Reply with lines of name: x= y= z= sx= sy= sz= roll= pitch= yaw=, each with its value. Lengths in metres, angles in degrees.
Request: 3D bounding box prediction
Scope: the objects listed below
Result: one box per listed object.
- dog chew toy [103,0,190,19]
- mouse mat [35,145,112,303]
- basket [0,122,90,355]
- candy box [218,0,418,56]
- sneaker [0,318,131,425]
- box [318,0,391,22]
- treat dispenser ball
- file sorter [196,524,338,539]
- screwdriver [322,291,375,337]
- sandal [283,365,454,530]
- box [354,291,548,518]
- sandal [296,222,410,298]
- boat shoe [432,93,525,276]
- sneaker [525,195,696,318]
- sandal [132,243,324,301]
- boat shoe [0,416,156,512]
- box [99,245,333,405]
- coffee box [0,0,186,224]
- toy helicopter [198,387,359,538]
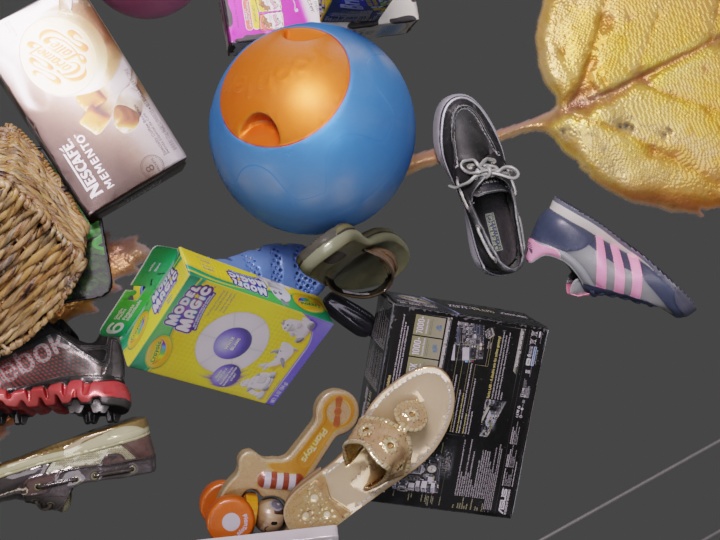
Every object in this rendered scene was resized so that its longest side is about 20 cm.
dog chew toy: x=-0.204 y=-0.314 z=0.997 sx=0.124 sy=0.200 sz=0.126 roll=0 pitch=88 yaw=-10
mouse mat: x=-0.359 y=-0.038 z=1.058 sx=0.198 sy=0.008 sz=0.162 roll=-10 pitch=90 yaw=-11
basket: x=-0.357 y=-0.014 z=0.999 sx=0.200 sy=0.149 sz=0.143 roll=-37 pitch=123 yaw=5
candy box: x=-0.050 y=-0.306 z=1.096 sx=0.198 sy=0.061 sz=0.138 roll=-9 pitch=90 yaw=-10
sneaker: x=-0.320 y=0.097 z=1.029 sx=0.199 sy=0.071 sz=0.099 roll=-1 pitch=70 yaw=1
box: x=0.002 y=-0.286 z=0.972 sx=0.064 sy=0.200 sz=0.071 roll=-5 pitch=90 yaw=-10
treat dispenser ball: x=-0.046 y=-0.135 z=1.020 sx=0.199 sy=0.201 sz=0.203 roll=0 pitch=88 yaw=-10
file sorter: x=-0.113 y=0.339 z=0.991 sx=0.198 sy=0.125 sz=0.139 roll=-4 pitch=131 yaw=-6
screwdriver: x=0.045 y=0.083 z=1.114 sx=0.199 sy=0.029 sz=0.028 roll=32 pitch=83 yaw=-5
sandal: x=0.012 y=0.181 z=0.992 sx=0.212 sy=0.070 sz=0.078 roll=-43 pitch=95 yaw=4
box: x=0.085 y=0.135 z=1.077 sx=0.162 sy=0.086 sz=0.202 roll=8 pitch=96 yaw=-10
sandal: x=-0.001 y=0.001 z=1.035 sx=0.080 sy=0.201 sz=0.057 roll=-45 pitch=74 yaw=15
boat shoe: x=0.129 y=-0.092 z=1.116 sx=0.073 sy=0.068 sz=0.201 roll=-10 pitch=90 yaw=-11
sneaker: x=0.268 y=0.005 z=1.148 sx=0.199 sy=0.070 sz=0.082 roll=35 pitch=99 yaw=-5
sandal: x=-0.126 y=0.016 z=1.058 sx=0.198 sy=0.087 sz=0.080 roll=-12 pitch=88 yaw=-12
boat shoe: x=-0.295 y=0.202 z=1.027 sx=0.200 sy=0.072 sz=0.066 roll=-20 pitch=86 yaw=-15
box: x=-0.136 y=0.053 z=1.008 sx=0.199 sy=0.048 sz=0.118 roll=22 pitch=114 yaw=-36
coffee box: x=-0.272 y=-0.161 z=1.037 sx=0.114 sy=0.080 sz=0.201 roll=-32 pitch=93 yaw=-14
toy helicopter: x=-0.062 y=0.211 z=1.067 sx=0.132 sy=0.079 sz=0.201 roll=38 pitch=82 yaw=-13
